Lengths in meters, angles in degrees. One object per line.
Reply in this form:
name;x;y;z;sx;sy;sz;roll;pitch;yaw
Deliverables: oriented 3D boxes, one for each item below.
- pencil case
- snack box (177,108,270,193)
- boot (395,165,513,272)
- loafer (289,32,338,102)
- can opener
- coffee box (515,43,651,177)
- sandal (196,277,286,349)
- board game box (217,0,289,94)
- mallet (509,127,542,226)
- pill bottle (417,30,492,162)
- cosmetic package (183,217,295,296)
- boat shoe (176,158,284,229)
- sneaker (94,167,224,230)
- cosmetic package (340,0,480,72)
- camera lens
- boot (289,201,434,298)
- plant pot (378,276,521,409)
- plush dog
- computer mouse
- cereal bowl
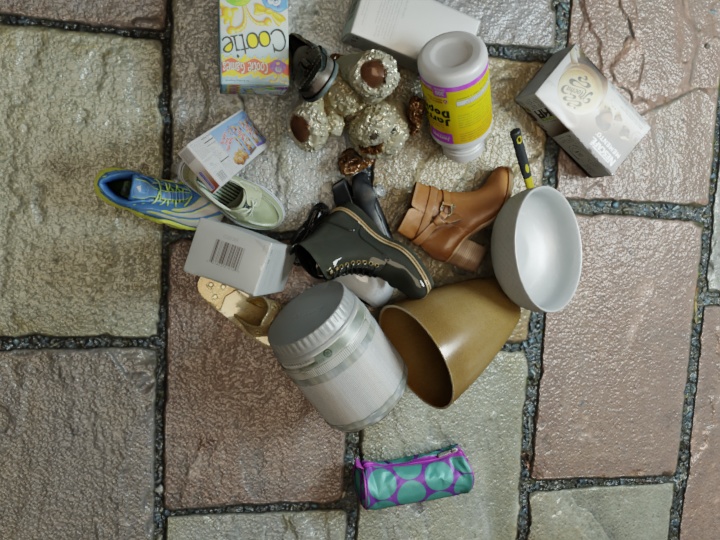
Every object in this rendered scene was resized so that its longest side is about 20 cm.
pencil case;0.089;0.353;1.176;0.198;0.085;0.093;-7;114;-11
snack box;-0.194;-0.180;1.006;0.024;0.200;0.072;-34;104;27
boot;0.159;-0.114;1.142;0.154;0.074;0.201;26;78;-6
loafer;-0.082;-0.303;1.007;0.063;0.200;0.072;35;107;-24
can opener;0.027;-0.067;1.128;0.078;0.063;0.201;-23;97;28
coffee box;0.380;-0.267;1.168;0.200;0.080;0.113;42;86;-13
sandal;-0.169;0.073;1.097;0.211;0.070;0.078;34;89;-14
board game box;-0.163;-0.375;1.030;0.102;0.105;0.202;-2;97;-12
mallet;0.273;-0.146;1.143;0.066;0.041;0.200;-40;130;-3
pill bottle;0.152;-0.261;1.064;0.104;0.104;0.201;-32;146;-7
cosmetic package;-0.170;-0.018;1.011;0.112;0.200;0.082;19;90;6
boat shoe;-0.190;-0.107;1.038;0.199;0.062;0.072;27;101;-43
sneaker;-0.303;-0.104;1.030;0.198;0.105;0.077;11;94;-12
cosmetic package;0.080;-0.384;1.097;0.198;0.074;0.103;19;92;-16
camera lens;-0.031;0.138;1.073;0.160;0.160;0.201;-38;115;-5
boot;0.000;0.000;1.040;0.199;0.078;0.138;38;49;13
plant pot;0.164;0.096;1.128;0.199;0.186;0.188;-28;102;-24
plush dog;0.003;-0.249;1.081;0.199;0.161;0.172;-33;119;22
computer mouse;-0.022;-0.012;1.132;0.199;0.044;0.110;37;87;-13
cereal bowl;0.275;-0.033;1.113;0.199;0.083;0.202;2;87;-42
